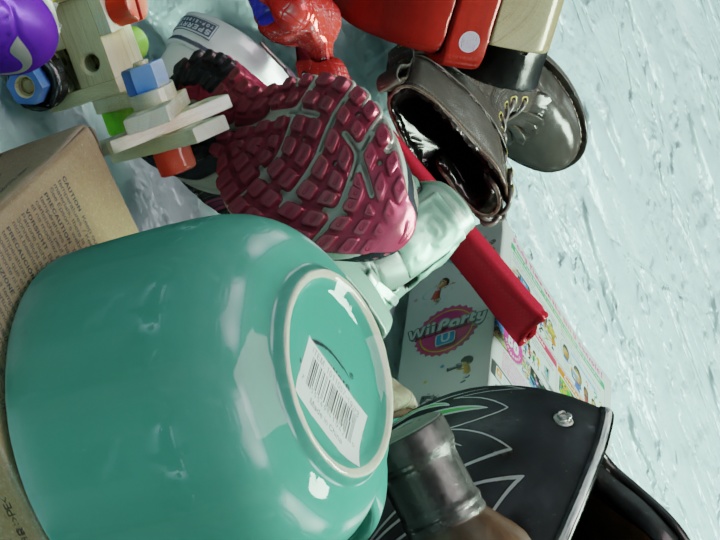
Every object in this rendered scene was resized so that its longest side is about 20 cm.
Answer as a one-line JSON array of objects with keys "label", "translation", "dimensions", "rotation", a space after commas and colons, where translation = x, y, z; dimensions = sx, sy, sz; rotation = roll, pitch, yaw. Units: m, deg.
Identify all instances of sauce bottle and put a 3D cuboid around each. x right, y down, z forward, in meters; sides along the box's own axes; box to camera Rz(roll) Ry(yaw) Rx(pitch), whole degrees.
[{"label": "sauce bottle", "translation": [0.062, 0.160, 1.208], "dimensions": [0.200, 0.065, 0.065], "rotation": [61, 30, -3]}]

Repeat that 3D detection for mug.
[{"label": "mug", "translation": [-0.048, 0.053, 1.130], "dimensions": [0.185, 0.114, 0.152], "rotation": [-5, 82, -61]}]

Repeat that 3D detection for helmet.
[{"label": "helmet", "translation": [0.066, 0.155, 1.333], "dimensions": [0.191, 0.200, 0.200], "rotation": [51, 35, -14]}]

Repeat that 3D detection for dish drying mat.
[{"label": "dish drying mat", "translation": [0.032, -0.045, 1.461], "dimensions": [0.200, 0.018, 0.077], "rotation": [52, -5, 6]}]

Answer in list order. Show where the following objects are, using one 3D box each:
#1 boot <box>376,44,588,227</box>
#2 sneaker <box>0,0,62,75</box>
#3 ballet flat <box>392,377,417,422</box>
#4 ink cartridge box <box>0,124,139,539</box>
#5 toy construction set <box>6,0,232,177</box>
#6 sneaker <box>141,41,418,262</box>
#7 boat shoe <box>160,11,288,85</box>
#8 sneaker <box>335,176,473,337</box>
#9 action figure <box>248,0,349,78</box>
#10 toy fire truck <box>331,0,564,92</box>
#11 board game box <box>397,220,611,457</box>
[{"label": "boot", "translation": [0.068, -0.083, 1.565], "dimensions": [0.200, 0.069, 0.174], "rotation": [43, 25, -30]}, {"label": "sneaker", "translation": [-0.209, -0.104, 1.124], "dimensions": [0.200, 0.069, 0.100], "rotation": [26, 56, -44]}, {"label": "ballet flat", "translation": [-0.037, 0.076, 1.368], "dimensions": [0.062, 0.067, 0.200], "rotation": [53, 21, 14]}, {"label": "ink cartridge box", "translation": [-0.138, 0.063, 1.163], "dimensions": [0.200, 0.075, 0.165], "rotation": [66, 29, -16]}, {"label": "toy construction set", "translation": [-0.116, -0.136, 1.234], "dimensions": [0.092, 0.131, 0.200], "rotation": [-6, 83, -60]}, {"label": "sneaker", "translation": [-0.027, -0.047, 1.228], "dimensions": [0.075, 0.200, 0.081], "rotation": [40, 86, -33]}, {"label": "boat shoe", "translation": [-0.043, -0.054, 1.406], "dimensions": [0.200, 0.074, 0.065], "rotation": [41, 74, -37]}, {"label": "sneaker", "translation": [0.000, 0.000, 1.294], "dimensions": [0.074, 0.118, 0.200], "rotation": [55, 3, -18]}, {"label": "action figure", "translation": [-0.064, -0.167, 1.363], "dimensions": [0.200, 0.052, 0.065], "rotation": [54, 14, 16]}, {"label": "toy fire truck", "translation": [-0.001, -0.190, 1.407], "dimensions": [0.200, 0.176, 0.129], "rotation": [7, 111, -24]}, {"label": "board game box", "translation": [0.083, 0.091, 1.528], "dimensions": [0.148, 0.064, 0.200], "rotation": [55, 27, -32]}]
